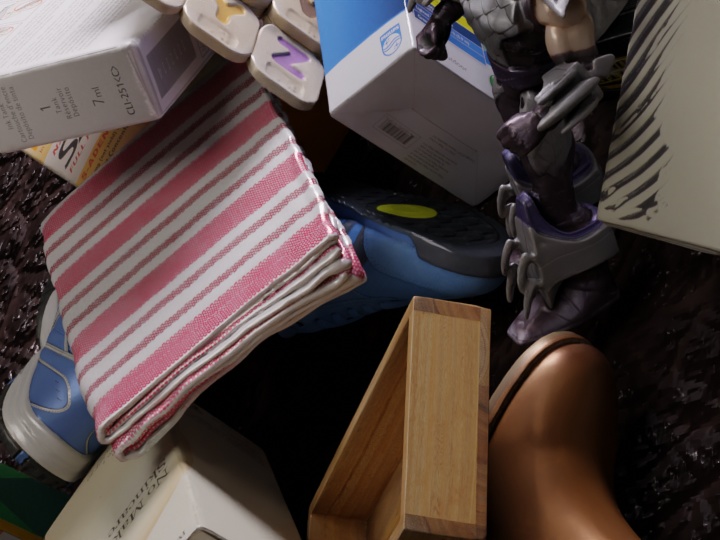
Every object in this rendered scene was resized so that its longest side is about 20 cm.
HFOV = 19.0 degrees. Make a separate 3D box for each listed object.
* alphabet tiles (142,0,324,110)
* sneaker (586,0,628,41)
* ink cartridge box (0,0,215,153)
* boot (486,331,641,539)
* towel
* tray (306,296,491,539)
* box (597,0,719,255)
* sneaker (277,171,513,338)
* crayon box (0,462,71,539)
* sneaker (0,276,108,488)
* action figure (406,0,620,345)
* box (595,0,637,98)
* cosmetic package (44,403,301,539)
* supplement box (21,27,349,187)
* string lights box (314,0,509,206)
[{"bbox_3d":[-0.057,-0.162,1.090,0.015,0.199,0.196,-48,15,29],"label":"alphabet tiles"},{"bbox_3d":[0.115,-0.196,0.952,0.200,0.072,0.115,-43,37,23],"label":"sneaker"},{"bbox_3d":[-0.152,-0.123,1.115,0.175,0.045,0.200,-9,25,23],"label":"ink cartridge box"},{"bbox_3d":[0.107,0.125,0.826,0.154,0.073,0.202,2,78,50],"label":"boot"},{"bbox_3d":[-0.082,-0.012,1.032,0.146,0.030,0.200,-38,36,9],"label":"towel"},{"bbox_3d":[0.012,0.105,0.895,0.200,0.037,0.099,113,163,-57],"label":"tray"},{"bbox_3d":[0.158,-0.108,0.850,0.068,0.082,0.202,16,99,41],"label":"box"},{"bbox_3d":[0.000,0.000,1.052,0.199,0.066,0.079,14,104,47],"label":"sneaker"},{"bbox_3d":[-0.252,0.141,1.125,0.126,0.199,0.052,-43,38,20],"label":"crayon box"},{"bbox_3d":[-0.129,0.034,1.135,0.077,0.076,0.201,-40,22,25],"label":"sneaker"},{"bbox_3d":[0.069,-0.073,0.893,0.069,0.201,0.130,-18,35,-4],"label":"action figure"},{"bbox_3d":[0.170,-0.173,0.969,0.199,0.046,0.160,-14,56,45],"label":"box"},{"bbox_3d":[-0.085,0.137,0.989,0.104,0.073,0.200,-54,16,5],"label":"cosmetic package"},{"bbox_3d":[-0.101,-0.083,1.204,0.200,0.073,0.127,28,87,54],"label":"supplement box"},{"bbox_3d":[0.027,-0.140,1.068,0.059,0.102,0.201,-36,43,29],"label":"string lights box"}]
